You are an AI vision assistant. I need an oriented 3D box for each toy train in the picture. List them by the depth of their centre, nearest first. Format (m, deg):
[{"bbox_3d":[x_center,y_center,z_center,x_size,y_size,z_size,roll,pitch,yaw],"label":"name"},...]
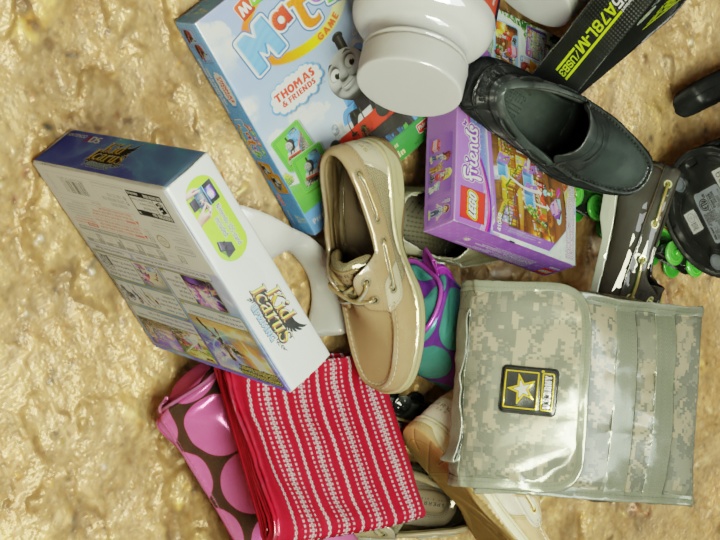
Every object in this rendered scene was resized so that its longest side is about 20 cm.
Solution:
[{"bbox_3d":[0.031,0.122,1.737,0.199,0.034,0.046,17,100,-35],"label":"toy train"},{"bbox_3d":[0.236,-0.050,1.838,0.199,0.042,0.057,27,73,-34],"label":"toy train"}]

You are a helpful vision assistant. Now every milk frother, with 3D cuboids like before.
[{"bbox_3d":[0.387,-0.106,1.818,0.187,0.199,0.182,-22,101,-41],"label":"milk frother"}]

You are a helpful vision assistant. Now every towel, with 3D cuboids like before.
[{"bbox_3d":[-0.027,0.132,1.605,0.199,0.022,0.146,-1,71,-54],"label":"towel"}]

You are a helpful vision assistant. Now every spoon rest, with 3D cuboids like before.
[{"bbox_3d":[-0.077,-0.013,1.613,0.200,0.099,0.061,37,56,-47],"label":"spoon rest"}]

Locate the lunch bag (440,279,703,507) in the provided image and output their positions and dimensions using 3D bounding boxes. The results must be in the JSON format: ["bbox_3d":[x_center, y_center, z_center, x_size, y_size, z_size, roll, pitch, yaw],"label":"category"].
[{"bbox_3d":[0.161,0.097,1.647,0.198,0.117,0.166,7,84,-26],"label":"lunch bag"}]

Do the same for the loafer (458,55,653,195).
[{"bbox_3d":[0.161,-0.106,1.650,0.200,0.070,0.068,26,94,-34],"label":"loafer"}]

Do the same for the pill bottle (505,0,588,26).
[{"bbox_3d":[0.193,-0.303,1.717,0.200,0.114,0.114,-49,121,-17],"label":"pill bottle"}]

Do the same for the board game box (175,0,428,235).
[{"bbox_3d":[-0.036,-0.153,1.637,0.151,0.036,0.201,-41,117,-21],"label":"board game box"}]

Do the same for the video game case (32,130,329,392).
[{"bbox_3d":[-0.130,-0.010,1.501,0.045,0.199,0.182,-41,119,-22],"label":"video game case"}]

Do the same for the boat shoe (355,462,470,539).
[{"bbox_3d":[0.013,0.187,1.714,0.199,0.065,0.073,10,93,-35],"label":"boat shoe"}]

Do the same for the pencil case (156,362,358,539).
[{"bbox_3d":[-0.082,0.163,1.613,0.093,0.091,0.201,-31,97,-4],"label":"pencil case"}]

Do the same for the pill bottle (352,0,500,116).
[{"bbox_3d":[0.055,-0.225,1.604,0.111,0.111,0.201,30,60,-34],"label":"pill bottle"}]

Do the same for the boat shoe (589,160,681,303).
[{"bbox_3d":[0.227,0.007,1.764,0.072,0.060,0.203,-20,118,-73],"label":"boat shoe"}]

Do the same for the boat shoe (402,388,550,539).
[{"bbox_3d":[0.117,0.180,1.709,0.069,0.074,0.200,-46,115,-22],"label":"boat shoe"}]

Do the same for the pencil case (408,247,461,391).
[{"bbox_3d":[0.094,0.061,1.724,0.199,0.085,0.093,29,105,-41],"label":"pencil case"}]

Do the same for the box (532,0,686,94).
[{"bbox_3d":[0.242,-0.237,1.694,0.047,0.193,0.200,43,47,7],"label":"box"}]

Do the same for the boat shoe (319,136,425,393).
[{"bbox_3d":[0.000,0.000,1.621,0.064,0.071,0.202,-15,99,-50],"label":"boat shoe"}]

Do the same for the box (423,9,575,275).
[{"bbox_3d":[0.115,-0.110,1.697,0.136,0.039,0.202,19,64,-37],"label":"box"}]

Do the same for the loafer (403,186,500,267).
[{"bbox_3d":[0.079,-0.036,1.716,0.199,0.068,0.076,-3,100,-33],"label":"loafer"}]
